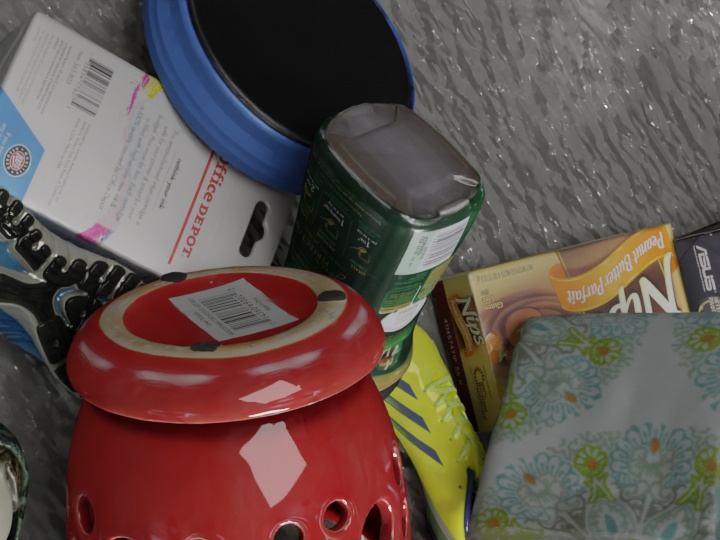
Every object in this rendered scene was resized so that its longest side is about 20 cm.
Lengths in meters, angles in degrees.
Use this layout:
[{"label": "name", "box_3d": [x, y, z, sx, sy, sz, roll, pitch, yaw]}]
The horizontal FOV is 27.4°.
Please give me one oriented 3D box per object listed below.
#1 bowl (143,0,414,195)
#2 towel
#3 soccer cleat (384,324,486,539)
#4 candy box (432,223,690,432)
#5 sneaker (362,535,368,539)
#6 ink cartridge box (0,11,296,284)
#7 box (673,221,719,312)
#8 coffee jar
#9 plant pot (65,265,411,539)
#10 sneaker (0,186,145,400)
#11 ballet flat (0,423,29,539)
[{"label": "bowl", "box_3d": [-0.047, -0.143, 0.969, 0.200, 0.039, 0.201, 24, 48, -30]}, {"label": "towel", "box_3d": [0.166, 0.108, 0.947, 0.048, 0.171, 0.200, 63, 37, -44]}, {"label": "soccer cleat", "box_3d": [0.064, 0.121, 1.018, 0.065, 0.084, 0.201, -23, 95, -31]}, {"label": "candy box", "box_3d": [0.157, 0.041, 1.102, 0.199, 0.055, 0.116, -13, 90, -32]}, {"label": "sneaker", "box_3d": [0.023, 0.223, 0.989, 0.201, 0.067, 0.108, 9, 66, -39]}, {"label": "ink cartridge box", "box_3d": [-0.147, -0.057, 0.924, 0.200, 0.068, 0.115, 29, 69, -24]}, {"label": "box", "box_3d": [0.322, 0.054, 1.178, 0.161, 0.049, 0.201, -15, 92, -51]}, {"label": "coffee jar", "box_3d": [0.000, 0.000, 0.924, 0.085, 0.200, 0.104, -24, 60, -37]}, {"label": "plant pot", "box_3d": [-0.075, 0.105, 0.843, 0.200, 0.200, 0.183, -19, 114, -32]}, {"label": "sneaker", "box_3d": [-0.197, 0.004, 0.879, 0.078, 0.090, 0.200, -53, 131, -14]}, {"label": "ballet flat", "box_3d": [-0.228, 0.184, 0.843, 0.074, 0.074, 0.201, 8, 80, -30]}]
